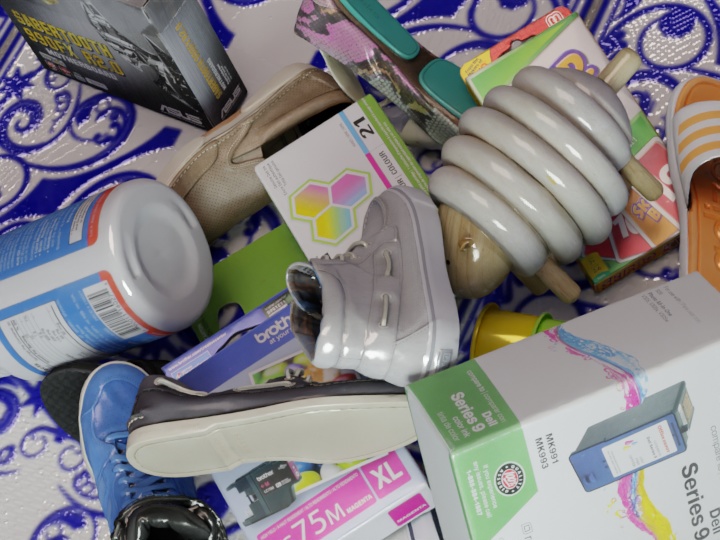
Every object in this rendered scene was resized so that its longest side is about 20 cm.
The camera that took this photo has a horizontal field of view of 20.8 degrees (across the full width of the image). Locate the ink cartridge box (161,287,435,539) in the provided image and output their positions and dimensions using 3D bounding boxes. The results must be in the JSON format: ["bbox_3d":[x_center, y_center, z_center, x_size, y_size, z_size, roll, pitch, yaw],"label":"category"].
[{"bbox_3d":[-0.048,0.101,1.287,0.119,0.042,0.201,-32,56,-1],"label":"ink cartridge box"}]

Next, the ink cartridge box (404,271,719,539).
[{"bbox_3d":[0.144,0.109,1.179,0.198,0.146,0.088,-21,30,-10],"label":"ink cartridge box"}]

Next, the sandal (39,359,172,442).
[{"bbox_3d":[-0.130,0.097,1.386,0.198,0.076,0.048,5,31,18],"label":"sandal"}]

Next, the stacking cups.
[{"bbox_3d":[0.174,0.063,1.293,0.198,0.061,0.061,8,61,20],"label":"stacking cups"}]

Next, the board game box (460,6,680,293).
[{"bbox_3d":[0.154,-0.092,1.381,0.095,0.030,0.201,-30,67,0],"label":"board game box"}]

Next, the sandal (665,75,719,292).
[{"bbox_3d":[0.253,-0.050,1.311,0.078,0.059,0.208,9,60,-13],"label":"sandal"}]

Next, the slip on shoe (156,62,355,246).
[{"bbox_3d":[-0.083,-0.073,1.468,0.200,0.076,0.060,-43,47,-18],"label":"slip on shoe"}]

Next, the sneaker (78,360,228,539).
[{"bbox_3d":[-0.134,0.146,1.280,0.076,0.111,0.202,-8,75,-15],"label":"sneaker"}]

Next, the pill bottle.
[{"bbox_3d":[-0.213,0.015,1.415,0.199,0.112,0.113,-19,51,32],"label":"pill bottle"}]

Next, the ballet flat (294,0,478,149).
[{"bbox_3d":[0.033,-0.137,1.451,0.200,0.071,0.069,40,34,5],"label":"ballet flat"}]

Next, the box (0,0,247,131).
[{"bbox_3d":[-0.200,-0.197,1.538,0.199,0.159,0.049,22,68,30],"label":"box"}]

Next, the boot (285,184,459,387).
[{"bbox_3d":[0.000,0.000,1.243,0.095,0.074,0.200,10,27,-14],"label":"boot"}]

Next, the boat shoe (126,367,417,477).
[{"bbox_3d":[-0.050,0.082,1.232,0.198,0.073,0.063,-8,54,8],"label":"boat shoe"}]

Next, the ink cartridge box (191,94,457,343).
[{"bbox_3d":[-0.036,-0.008,1.402,0.199,0.076,0.148,-31,53,-2],"label":"ink cartridge box"}]

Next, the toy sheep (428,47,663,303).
[{"bbox_3d":[0.120,-0.065,1.298,0.137,0.138,0.200,32,79,34],"label":"toy sheep"}]

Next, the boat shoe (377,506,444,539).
[{"bbox_3d":[0.030,0.240,1.217,0.085,0.075,0.203,-22,50,7],"label":"boat shoe"}]
